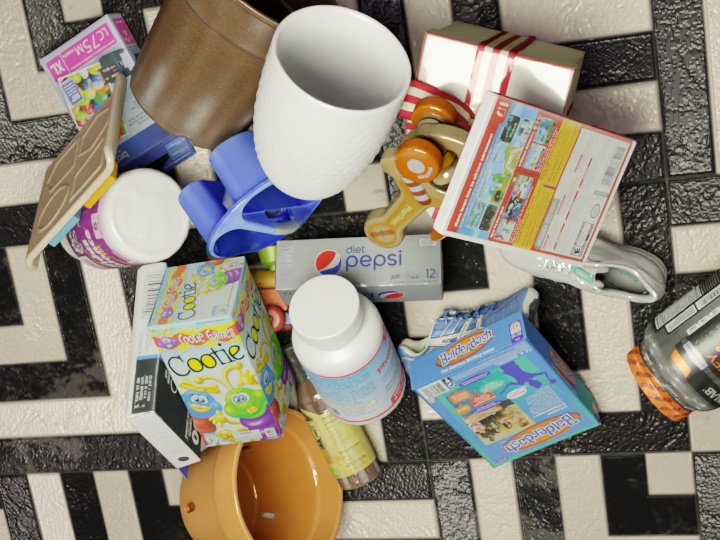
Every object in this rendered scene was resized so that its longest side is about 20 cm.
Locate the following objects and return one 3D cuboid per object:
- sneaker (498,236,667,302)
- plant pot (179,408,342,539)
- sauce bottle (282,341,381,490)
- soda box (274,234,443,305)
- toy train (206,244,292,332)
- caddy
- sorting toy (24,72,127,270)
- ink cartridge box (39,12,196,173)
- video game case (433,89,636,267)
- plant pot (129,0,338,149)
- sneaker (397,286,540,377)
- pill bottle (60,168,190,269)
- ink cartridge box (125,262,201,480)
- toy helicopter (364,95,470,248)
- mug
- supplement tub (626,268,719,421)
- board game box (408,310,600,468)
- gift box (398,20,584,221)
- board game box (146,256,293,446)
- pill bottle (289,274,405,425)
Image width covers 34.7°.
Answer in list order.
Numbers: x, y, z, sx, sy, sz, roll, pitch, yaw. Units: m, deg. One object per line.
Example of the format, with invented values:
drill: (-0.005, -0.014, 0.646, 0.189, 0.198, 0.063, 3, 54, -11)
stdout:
sneaker: (0.252, -0.009, 1.319, 0.198, 0.089, 0.076, 14, 111, 12)
plant pot: (-0.137, 0.289, 1.480, 0.139, 0.200, 0.202, -19, 101, 37)
sauce bottle: (-0.041, 0.181, 1.478, 0.064, 0.065, 0.202, -23, 97, 21)
soda box: (0.000, 0.000, 1.377, 0.197, 0.068, 0.064, -2, 72, 6)
toy train: (-0.102, 0.019, 1.446, 0.198, 0.085, 0.117, -4, 88, 10)
caddy: (-0.116, -0.082, 1.352, 0.105, 0.199, 0.142, 49, 116, 14)
sorting toy: (-0.333, -0.116, 1.380, 0.036, 0.186, 0.200, 29, 121, -26)
ink cartridge box: (-0.304, -0.206, 1.450, 0.119, 0.042, 0.201, -26, 99, 22)
video game case: (0.177, -0.087, 1.149, 0.198, 0.017, 0.144, 11, 107, -35)
plant pot: (-0.154, -0.258, 1.316, 0.200, 0.200, 0.199, 40, 121, 2)
sneaker: (0.129, 0.078, 1.388, 0.199, 0.076, 0.077, -38, 98, 21)
pill bottle: (-0.299, -0.059, 1.415, 0.199, 0.112, 0.113, -7, 108, 56)
ink cartridge box: (-0.224, 0.127, 1.403, 0.043, 0.200, 0.201, -8, 148, 9)
toy helicopter: (0.071, -0.077, 1.194, 0.131, 0.079, 0.200, 31, 142, -12)
mug: (-0.029, -0.179, 1.231, 0.147, 0.201, 0.176, 31, 141, 4)
supplement tub: (0.403, 0.072, 1.281, 0.200, 0.123, 0.123, -42, 92, 23)
board game box: (0.172, 0.145, 1.359, 0.151, 0.045, 0.200, -26, 132, 21)
gift box: (0.147, -0.153, 1.253, 0.182, 0.187, 0.202, 11, 108, 13)
board game box: (-0.160, 0.098, 1.363, 0.102, 0.105, 0.201, -8, 129, 13)
pill bottle: (-0.017, 0.092, 1.351, 0.107, 0.110, 0.201, 1, 148, 16)
